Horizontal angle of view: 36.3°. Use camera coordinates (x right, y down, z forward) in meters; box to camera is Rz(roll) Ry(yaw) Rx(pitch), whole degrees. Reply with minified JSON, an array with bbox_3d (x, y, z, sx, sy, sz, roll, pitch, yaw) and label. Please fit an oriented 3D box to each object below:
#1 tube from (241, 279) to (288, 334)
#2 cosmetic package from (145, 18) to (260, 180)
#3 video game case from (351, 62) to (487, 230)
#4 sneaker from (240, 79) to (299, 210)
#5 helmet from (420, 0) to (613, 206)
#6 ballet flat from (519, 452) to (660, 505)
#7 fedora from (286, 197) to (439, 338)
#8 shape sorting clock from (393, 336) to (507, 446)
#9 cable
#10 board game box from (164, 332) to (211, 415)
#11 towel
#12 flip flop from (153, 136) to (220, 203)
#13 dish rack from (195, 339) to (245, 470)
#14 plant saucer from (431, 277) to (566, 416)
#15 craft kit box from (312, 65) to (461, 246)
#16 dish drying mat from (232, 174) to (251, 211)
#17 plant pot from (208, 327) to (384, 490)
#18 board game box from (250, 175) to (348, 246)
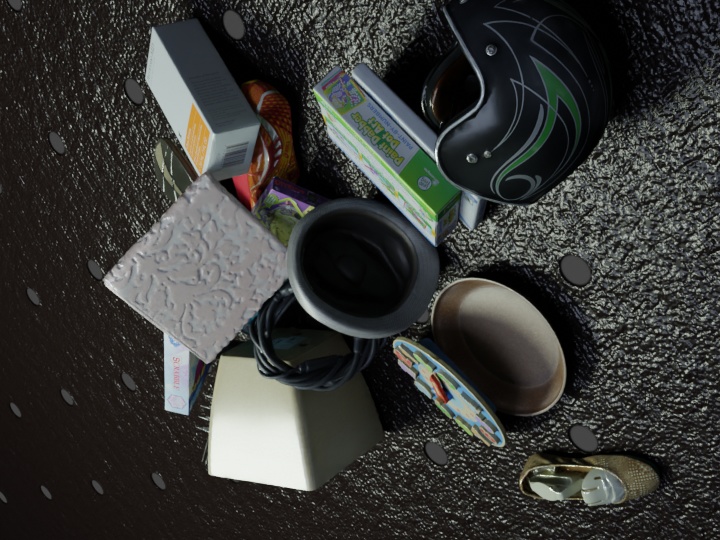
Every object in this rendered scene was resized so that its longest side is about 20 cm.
[{"bbox_3d":[-0.147,0.047,1.610,0.051,0.077,0.200,62,161,10],"label":"tube"},{"bbox_3d":[-0.212,-0.226,1.461,0.201,0.071,0.102,58,149,26],"label":"cosmetic package"},{"bbox_3d":[0.069,-0.137,1.264,0.200,0.022,0.182,46,177,8],"label":"video game case"},{"bbox_3d":[-0.127,-0.166,1.493,0.077,0.072,0.202,44,140,43],"label":"sneaker"},{"bbox_3d":[0.154,-0.183,1.095,0.199,0.199,0.192,37,120,18],"label":"helmet"},{"bbox_3d":[0.285,0.273,1.400,0.199,0.065,0.071,-11,110,47],"label":"ballet flat"},{"bbox_3d":[0.000,0.000,1.433,0.198,0.179,0.090,19,170,1],"label":"fedora"},{"bbox_3d":[0.116,0.162,1.454,0.200,0.039,0.200,46,168,13],"label":"shape sorting clock"},{"bbox_3d":[-0.057,0.083,1.511,0.163,0.200,0.051,48,168,-7],"label":"cable"},{"bbox_3d":[-0.241,0.074,1.636,0.041,0.201,0.201,12,132,5],"label":"board game box"},{"bbox_3d":[-0.207,-0.001,1.462,0.191,0.200,0.032,42,-175,-27],"label":"towel"},{"bbox_3d":[-0.227,-0.119,1.619,0.200,0.058,0.081,40,136,7],"label":"flip flop"},{"bbox_3d":[-0.202,0.211,1.709,0.054,0.153,0.202,14,87,20],"label":"dish rack"},{"bbox_3d":[0.180,0.090,1.391,0.199,0.037,0.202,25,133,30],"label":"plant saucer"},{"bbox_3d":[0.034,-0.128,1.284,0.200,0.048,0.198,46,179,8],"label":"craft kit box"},{"bbox_3d":[-0.153,-0.121,1.575,0.076,0.018,0.202,11,126,42],"label":"dish drying mat"},{"bbox_3d":[-0.105,0.190,1.619,0.198,0.199,0.179,0,105,34],"label":"plant pot"},{"bbox_3d":[-0.105,-0.046,1.528,0.119,0.033,0.200,18,143,-19],"label":"board game box"}]
